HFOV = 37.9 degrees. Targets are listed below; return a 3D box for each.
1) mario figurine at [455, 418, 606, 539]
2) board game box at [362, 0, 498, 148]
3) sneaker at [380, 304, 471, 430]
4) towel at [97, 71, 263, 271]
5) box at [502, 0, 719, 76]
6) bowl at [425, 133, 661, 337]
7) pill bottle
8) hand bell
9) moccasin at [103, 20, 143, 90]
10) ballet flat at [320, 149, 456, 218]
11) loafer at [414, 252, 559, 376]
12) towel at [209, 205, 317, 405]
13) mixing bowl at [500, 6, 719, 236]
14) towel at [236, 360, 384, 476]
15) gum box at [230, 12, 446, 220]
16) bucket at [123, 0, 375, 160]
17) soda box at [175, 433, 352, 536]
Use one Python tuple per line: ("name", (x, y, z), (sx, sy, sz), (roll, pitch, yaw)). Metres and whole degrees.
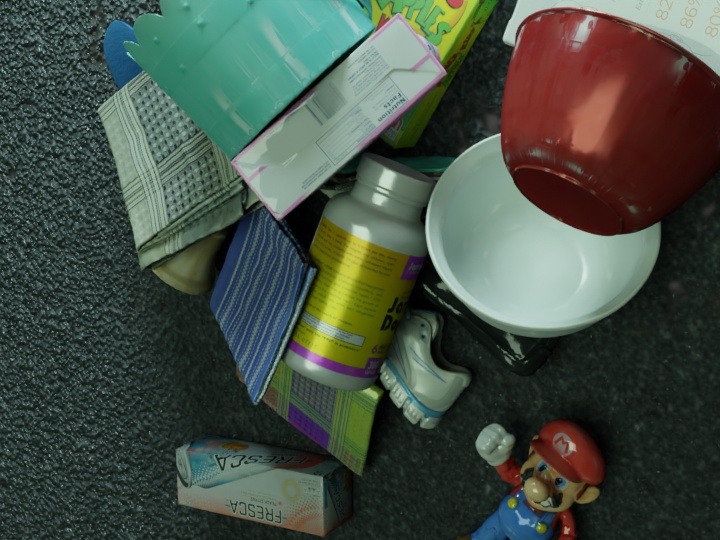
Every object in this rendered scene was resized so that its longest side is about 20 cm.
("mario figurine", (0.152, 0.223, 0.975), (0.122, 0.106, 0.201), (19, 119, -10))
("board game box", (0.053, -0.229, 0.999), (0.101, 0.047, 0.201), (39, 115, 19))
("sneaker", (0.035, 0.055, 1.047), (0.087, 0.075, 0.200), (-44, 84, 21))
("towel", (-0.182, -0.123, 1.060), (0.191, 0.034, 0.202), (-27, 74, 28))
("box", (0.243, -0.226, 0.856), (0.199, 0.106, 0.154), (27, 110, 23))
("bowl", (0.156, -0.019, 0.925), (0.198, 0.091, 0.203), (-2, 61, 3))
("pill bottle", (0.000, 0.000, 0.961), (0.104, 0.104, 0.202), (27, 104, 23))
("hand bell", (-0.141, -0.079, 1.104), (0.200, 0.104, 0.104), (-46, 75, 25))
("moccasin", (-0.203, -0.194, 1.142), (0.200, 0.068, 0.081), (49, 125, 16))
("ballet flat", (0.009, -0.085, 1.038), (0.198, 0.072, 0.073), (12, 104, 29))
("loafer", (0.106, 0.016, 1.001), (0.200, 0.068, 0.071), (41, 95, 22))
("towel", (-0.102, 0.017, 1.010), (0.146, 0.024, 0.200), (-67, 26, 16))
("mixing bowl", (0.184, -0.098, 0.818), (0.199, 0.200, 0.109), (27, 79, 24))
("towel", (-0.061, 0.114, 1.100), (0.199, 0.023, 0.145), (35, 140, 24))
("gum box", (-0.012, -0.136, 0.921), (0.199, 0.114, 0.066), (-40, 94, 7))
("bucket", (-0.092, -0.206, 0.923), (0.207, 0.207, 0.135), (-38, 98, 29))
("soda box", (-0.107, 0.233, 1.153), (0.198, 0.063, 0.069), (4, 100, 29))
